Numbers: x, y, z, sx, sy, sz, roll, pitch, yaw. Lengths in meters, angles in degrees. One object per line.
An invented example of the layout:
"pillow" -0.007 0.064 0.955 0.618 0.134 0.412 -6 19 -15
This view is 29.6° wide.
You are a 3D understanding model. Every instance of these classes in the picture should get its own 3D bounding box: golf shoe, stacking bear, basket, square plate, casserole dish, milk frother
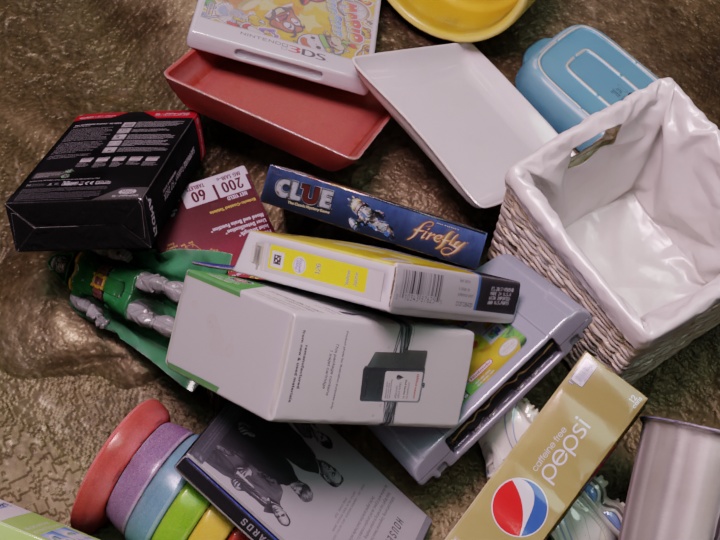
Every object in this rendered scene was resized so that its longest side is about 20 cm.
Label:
"golf shoe" 0.132 0.174 1.155 0.097 0.079 0.200 -38 69 -17
"stacking bear" -0.119 0.203 1.093 0.199 0.114 0.122 33 64 7
"basket" 0.248 -0.023 1.224 0.197 0.161 0.201 -30 68 -20
"square plate" 0.106 -0.140 1.313 0.199 0.029 0.199 -17 61 -48
"casserole dish" 0.249 -0.177 1.385 0.121 0.039 0.200 -38 72 -23
"milk frother" 0.307 0.235 1.084 0.199 0.179 0.191 21 81 -42

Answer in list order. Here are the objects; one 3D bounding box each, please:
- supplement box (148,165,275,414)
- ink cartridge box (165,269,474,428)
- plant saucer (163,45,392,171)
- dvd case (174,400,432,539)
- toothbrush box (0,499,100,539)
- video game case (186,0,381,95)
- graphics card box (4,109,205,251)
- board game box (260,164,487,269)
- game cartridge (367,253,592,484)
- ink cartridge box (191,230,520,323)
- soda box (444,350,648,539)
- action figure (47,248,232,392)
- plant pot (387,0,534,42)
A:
"supplement box" -0.117 0.015 1.223 0.108 0.061 0.202 -19 65 -16
"ink cartridge box" -0.029 0.063 1.074 0.146 0.198 0.084 18 97 46
"plant saucer" -0.065 -0.171 1.310 0.198 0.037 0.200 24 34 8
"dvd case" -0.039 0.180 1.087 0.200 0.025 0.150 43 31 -2
"toothbrush box" -0.231 0.273 1.020 0.197 0.086 0.148 19 87 4
"video game case" -0.070 -0.263 1.362 0.179 0.023 0.201 15 42 -7
"graphics card box" -0.220 -0.083 1.206 0.123 0.052 0.201 -1 27 8
"board game box" 0.016 -0.049 1.234 0.197 0.135 0.035 18 94 3
"game cartridge" 0.088 0.076 1.164 0.200 0.041 0.133 -43 35 -5
"ink cartridge box" 0.000 0.000 1.111 0.198 0.197 0.048 17 96 34
"soda box" 0.146 0.166 1.093 0.064 0.068 0.201 37 88 15
"action figure" -0.204 0.018 1.185 0.198 0.054 0.120 17 87 38
"plant pot" 0.130 -0.365 1.399 0.200 0.202 0.189 33 47 13
